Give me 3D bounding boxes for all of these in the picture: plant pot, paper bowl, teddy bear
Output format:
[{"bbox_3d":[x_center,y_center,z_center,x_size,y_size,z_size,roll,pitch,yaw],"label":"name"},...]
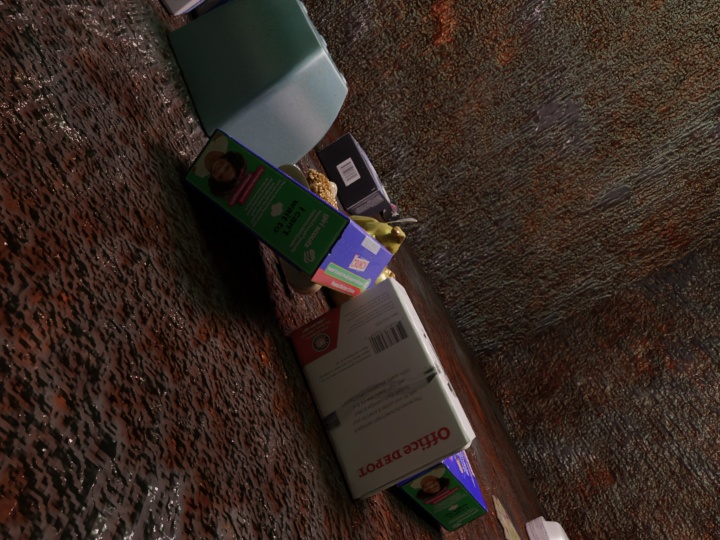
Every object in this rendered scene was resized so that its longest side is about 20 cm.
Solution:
[{"bbox_3d":[-0.137,-0.297,0.814,0.199,0.198,0.196,64,11,19],"label":"plant pot"},{"bbox_3d":[0.610,0.880,1.649,0.202,0.103,0.201,57,12,-19],"label":"paper bowl"},{"bbox_3d":[-0.068,-0.123,1.065,0.146,0.066,0.201,59,11,-28],"label":"teddy bear"}]

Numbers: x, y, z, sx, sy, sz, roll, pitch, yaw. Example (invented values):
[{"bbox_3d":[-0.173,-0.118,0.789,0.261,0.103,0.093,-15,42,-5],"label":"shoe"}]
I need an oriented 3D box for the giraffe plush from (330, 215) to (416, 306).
[{"bbox_3d":[0.000,0.000,0.894,0.173,0.195,0.166,-91,179,-76],"label":"giraffe plush"}]

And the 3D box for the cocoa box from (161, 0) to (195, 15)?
[{"bbox_3d":[-0.256,-0.533,0.849,0.134,0.198,0.132,54,11,-27],"label":"cocoa box"}]

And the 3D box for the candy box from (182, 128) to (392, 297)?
[{"bbox_3d":[-0.076,-0.057,0.607,0.198,0.078,0.169,34,1,21],"label":"candy box"}]

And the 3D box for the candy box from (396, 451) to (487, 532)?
[{"bbox_3d":[0.103,0.269,0.796,0.201,0.076,0.171,52,13,-39],"label":"candy box"}]

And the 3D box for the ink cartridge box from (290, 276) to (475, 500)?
[{"bbox_3d":[0.025,0.135,0.616,0.203,0.145,0.083,65,10,19],"label":"ink cartridge box"}]

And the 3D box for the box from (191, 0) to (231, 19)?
[{"bbox_3d":[-0.236,-0.456,0.966,0.203,0.120,0.032,63,12,14],"label":"box"}]

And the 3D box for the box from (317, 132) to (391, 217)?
[{"bbox_3d":[-0.014,-0.277,1.594,0.203,0.122,0.198,63,9,11],"label":"box"}]

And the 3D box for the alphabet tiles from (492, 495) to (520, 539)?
[{"bbox_3d":[0.393,0.690,1.348,0.203,0.006,0.166,61,10,-4],"label":"alphabet tiles"}]

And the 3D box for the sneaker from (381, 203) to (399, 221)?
[{"bbox_3d":[0.122,-0.281,2.451,0.087,0.080,0.200,51,-1,16],"label":"sneaker"}]

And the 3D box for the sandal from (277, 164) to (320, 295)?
[{"bbox_3d":[-0.097,-0.050,0.776,0.070,0.076,0.215,83,-8,-61],"label":"sandal"}]

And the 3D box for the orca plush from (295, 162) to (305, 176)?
[{"bbox_3d":[-0.143,-0.238,0.984,0.203,0.070,0.105,65,11,20],"label":"orca plush"}]
